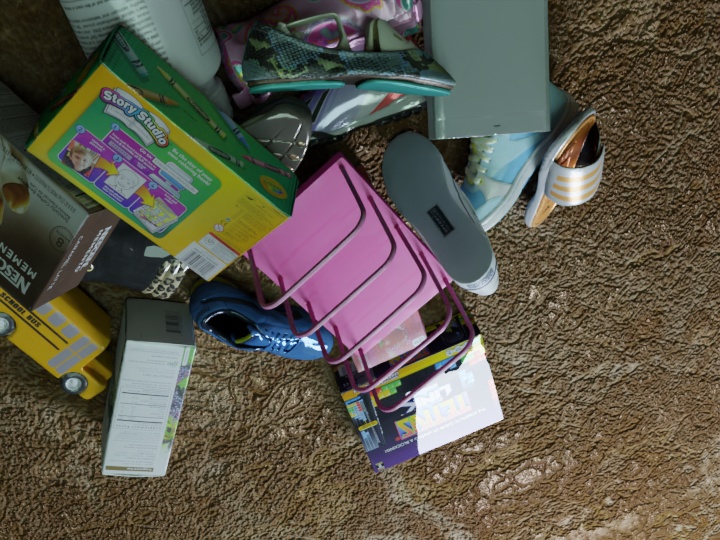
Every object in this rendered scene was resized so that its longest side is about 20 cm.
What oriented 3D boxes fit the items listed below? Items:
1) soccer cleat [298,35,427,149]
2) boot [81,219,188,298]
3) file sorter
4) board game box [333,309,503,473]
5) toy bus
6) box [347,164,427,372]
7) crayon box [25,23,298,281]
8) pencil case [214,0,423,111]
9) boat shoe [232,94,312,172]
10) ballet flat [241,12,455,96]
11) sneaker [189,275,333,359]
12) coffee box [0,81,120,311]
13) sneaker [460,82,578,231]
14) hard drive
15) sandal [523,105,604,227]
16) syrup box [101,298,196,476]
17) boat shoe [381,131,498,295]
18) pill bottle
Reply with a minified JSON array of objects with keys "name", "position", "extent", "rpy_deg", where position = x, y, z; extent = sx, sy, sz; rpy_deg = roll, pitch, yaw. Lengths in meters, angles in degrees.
[{"name":"soccer cleat","position":[-0.022,-0.173,0.819],"extent":[0.195,0.068,0.075],"rpy_deg":[-17,95,8]},{"name":"boot","position":[-0.232,-0.066,0.815],"extent":[0.148,0.073,0.203],"rpy_deg":[18,106,-33]},{"name":"file sorter","position":[0.002,0.022,0.785],"extent":[0.138,0.126,0.200],"rpy_deg":[-39,124,11]},{"name":"board game box","position":[0.080,0.165,1.071],"extent":[0.196,0.057,0.168],"rpy_deg":[-23,125,-1]},{"name":"toy bus","position":[-0.337,0.049,0.864],"extent":[0.077,0.066,0.201],"rpy_deg":[-34,125,6]},{"name":"box","position":[0.000,0.000,0.909],"extent":[0.093,0.100,0.203],"rpy_deg":[-21,126,0]},{"name":"crayon box","position":[-0.163,-0.091,0.682],"extent":[0.118,0.059,0.199],"rpy_deg":[-32,124,31]},{"name":"pencil case","position":[-0.039,-0.225,0.756],"extent":[0.196,0.088,0.089],"rpy_deg":[-26,127,-1]},{"name":"boat shoe","position":[-0.114,-0.115,0.764],"extent":[0.073,0.075,0.198],"rpy_deg":[22,145,-33]},{"name":"ballet flat","position":[-0.006,-0.190,0.703],"extent":[0.195,0.075,0.076],"rpy_deg":[-3,124,-19]},{"name":"sneaker","position":[-0.112,0.075,0.942],"extent":[0.197,0.079,0.066],"rpy_deg":[25,112,-31]},{"name":"coffee box","position":[-0.321,-0.080,0.717],"extent":[0.199,0.080,0.115],"rpy_deg":[41,110,0]},{"name":"sneaker","position":[0.132,-0.140,0.871],"extent":[0.129,0.080,0.201],"rpy_deg":[32,100,-34]},{"name":"hard drive","position":[0.122,-0.235,0.777],"extent":[0.128,0.026,0.206],"rpy_deg":[-7,100,-20]},{"name":"sandal","position":[0.235,-0.100,0.887],"extent":[0.079,0.059,0.208],"rpy_deg":[-43,161,-17]},{"name":"syrup box","position":[-0.252,0.141,0.942],"extent":[0.079,0.079,0.204],"rpy_deg":[7,121,-21]},{"name":"boat shoe","position":[0.084,-0.057,0.851],"extent":[0.072,0.203,0.065],"rpy_deg":[-29,151,11]},{"name":"pill bottle","position":[-0.188,-0.211,0.697],"extent":[0.111,0.114,0.203],"rpy_deg":[-20,122,-2]}]
